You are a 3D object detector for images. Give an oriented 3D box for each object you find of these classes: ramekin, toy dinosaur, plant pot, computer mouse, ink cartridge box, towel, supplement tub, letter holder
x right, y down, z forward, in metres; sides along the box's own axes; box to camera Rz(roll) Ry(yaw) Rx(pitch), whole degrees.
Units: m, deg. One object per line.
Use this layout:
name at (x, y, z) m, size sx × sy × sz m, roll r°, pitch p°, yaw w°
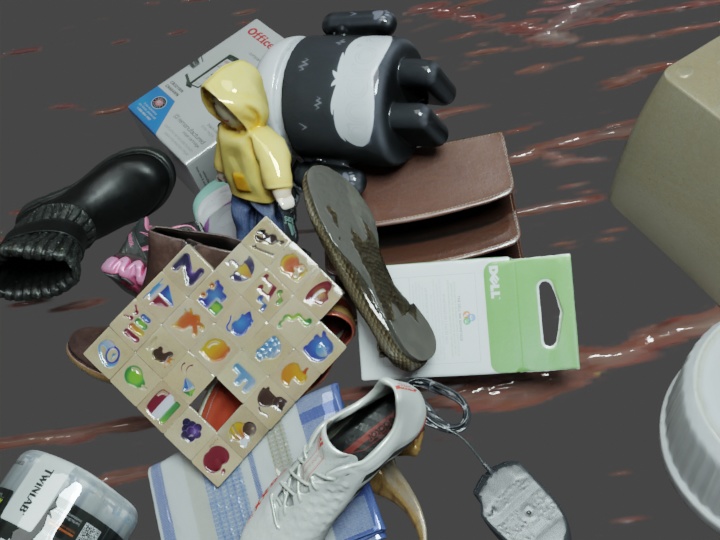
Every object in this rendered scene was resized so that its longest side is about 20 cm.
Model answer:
ramekin at (0.343, 0.117, 0.727) m, size 0.200 × 0.095 × 0.204 m, roll -7°, pitch 53°, yaw 10°
toy dinosaur at (0.018, 0.175, 0.808) m, size 0.199 × 0.060 × 0.107 m, roll 32°, pitch 94°, yaw 34°
plant pot at (0.368, -0.114, 0.838) m, size 0.199 × 0.178 × 0.200 m, roll -31°, pitch 53°, yaw -9°
computer mouse at (0.102, 0.168, 0.781) m, size 0.058 × 0.034 × 0.200 m, roll -34°, pitch 61°, yaw -13°
ink cartridge box at (-0.151, -0.192, 1.093) m, size 0.200 × 0.085 × 0.146 m, roll -39°, pitch 54°, yaw -14°
ink cartridge box at (0.097, 0.042, 0.841) m, size 0.198 × 0.059 × 0.105 m, roll -4°, pitch 89°, yaw 13°
towel at (-0.086, 0.201, 0.792) m, size 0.198 × 0.024 × 0.148 m, roll -25°, pitch 63°, yaw 7°
supplement tub at (-0.287, 0.266, 0.769) m, size 0.121 × 0.123 × 0.201 m, roll 14°, pitch 59°, yaw 24°
letter holder at (0.060, -0.037, 0.914) m, size 0.198 × 0.101 × 0.143 m, roll -10°, pitch 54°, yaw 8°

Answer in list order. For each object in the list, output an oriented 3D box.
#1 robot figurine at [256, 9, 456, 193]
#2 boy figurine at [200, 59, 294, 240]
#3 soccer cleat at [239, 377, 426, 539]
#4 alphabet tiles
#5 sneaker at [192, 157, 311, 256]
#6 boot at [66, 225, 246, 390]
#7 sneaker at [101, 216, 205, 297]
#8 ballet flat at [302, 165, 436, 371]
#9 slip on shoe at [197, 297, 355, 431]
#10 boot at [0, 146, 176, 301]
robot figurine at (-0.010, -0.165, 0.888) m, size 0.198 × 0.126 × 0.151 m, roll 8°, pitch 44°, yaw 26°
boy figurine at (-0.104, -0.094, 0.863) m, size 0.064 × 0.202 × 0.124 m, roll -25°, pitch 37°, yaw -31°
soccer cleat at (-0.029, 0.162, 0.728) m, size 0.200 × 0.085 × 0.069 m, roll -43°, pitch 62°, yaw -3°
alphabet tiles at (-0.116, 0.058, 0.806) m, size 0.167 × 0.008 × 0.200 m, roll 43°, pitch 85°, yaw 3°
sneaker at (-0.079, -0.074, 0.983) m, size 0.200 × 0.078 × 0.140 m, roll -43°, pitch 57°, yaw 14°
boot at (-0.197, 0.031, 0.884) m, size 0.198 × 0.168 × 0.073 m, roll 8°, pitch 28°, yaw 10°
sneaker at (-0.178, -0.010, 0.961) m, size 0.198 × 0.079 × 0.096 m, roll 14°, pitch 65°, yaw 26°
ballet flat at (0.000, 0.000, 0.808) m, size 0.067 × 0.046 × 0.201 m, roll -25°, pitch 82°, yaw -44°
slip on shoe at (-0.079, 0.101, 0.845) m, size 0.200 × 0.074 × 0.061 m, roll -46°, pitch 22°, yaw -4°
boot at (-0.301, -0.050, 0.998) m, size 0.210 × 0.080 × 0.158 m, roll -28°, pitch 23°, yaw 6°
